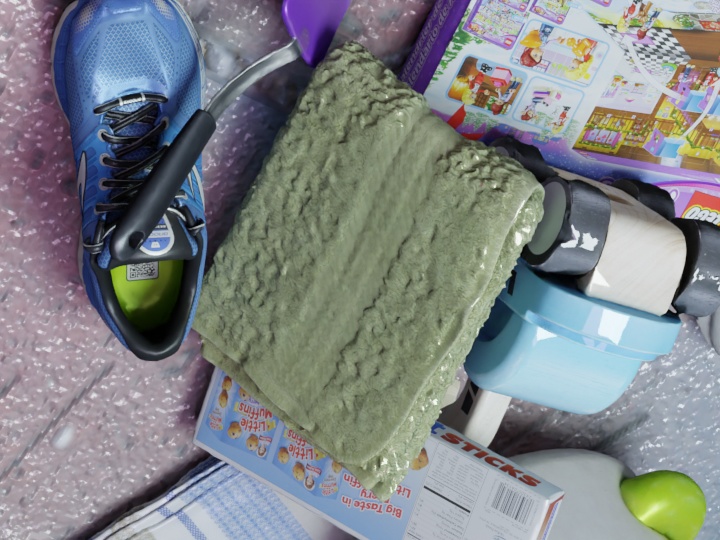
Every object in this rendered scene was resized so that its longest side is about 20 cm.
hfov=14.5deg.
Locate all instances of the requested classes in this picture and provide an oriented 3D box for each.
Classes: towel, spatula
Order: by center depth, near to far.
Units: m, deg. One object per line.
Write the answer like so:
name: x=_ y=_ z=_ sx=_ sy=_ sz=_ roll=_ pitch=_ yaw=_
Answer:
spatula: x=-0.059 y=-0.082 z=1.352 sx=0.200 sy=0.021 sz=0.057 roll=-52 pitch=145 yaw=-16
towel: x=0.000 y=0.000 z=1.395 sx=0.036 sy=0.148 sz=0.200 roll=-22 pitch=144 yaw=-53
towel: x=-0.066 y=0.162 z=1.553 sx=0.200 sy=0.024 sz=0.147 roll=-33 pitch=123 yaw=5

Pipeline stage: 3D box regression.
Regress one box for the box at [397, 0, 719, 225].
box: x=0.125 y=-0.097 z=1.445 sx=0.200 sy=0.039 sz=0.137 roll=16 pitch=115 yaw=-25

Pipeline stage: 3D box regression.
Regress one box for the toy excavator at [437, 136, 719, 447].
toy excavator: x=0.079 y=0.037 z=1.438 sx=0.100 sy=0.194 sz=0.200 roll=17 pitch=101 yaw=-25

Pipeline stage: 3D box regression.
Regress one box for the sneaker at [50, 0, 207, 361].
sneaker: x=-0.103 y=-0.046 z=1.378 sx=0.078 sy=0.089 sz=0.200 roll=-11 pitch=120 yaw=-11

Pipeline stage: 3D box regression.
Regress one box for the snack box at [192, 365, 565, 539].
snack box: x=0.006 y=0.100 z=1.449 sx=0.024 sy=0.200 sz=0.072 roll=-18 pitch=131 yaw=-58

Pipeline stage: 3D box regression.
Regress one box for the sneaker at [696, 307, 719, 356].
sneaker: x=0.243 y=-0.005 z=1.482 sx=0.076 sy=0.081 sz=0.200 roll=-21 pitch=152 yaw=-35

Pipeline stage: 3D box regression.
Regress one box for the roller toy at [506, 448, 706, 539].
roller toy: x=0.092 y=0.200 z=1.522 sx=0.182 sy=0.140 sz=0.200 roll=-5 pitch=144 yaw=-30
